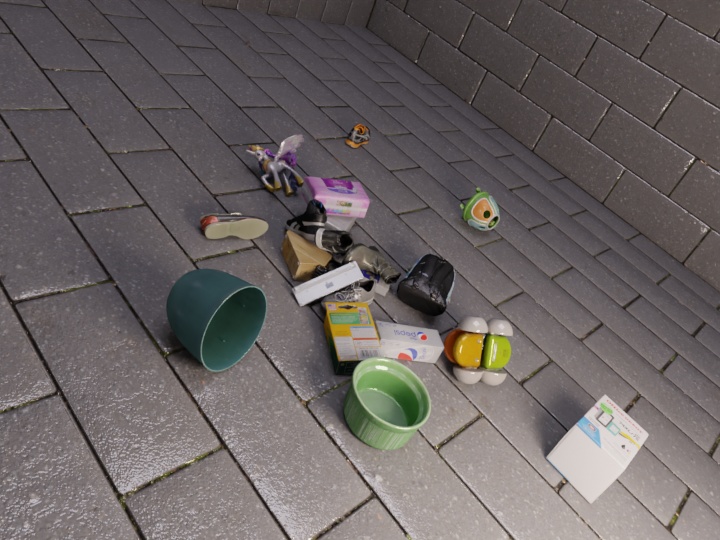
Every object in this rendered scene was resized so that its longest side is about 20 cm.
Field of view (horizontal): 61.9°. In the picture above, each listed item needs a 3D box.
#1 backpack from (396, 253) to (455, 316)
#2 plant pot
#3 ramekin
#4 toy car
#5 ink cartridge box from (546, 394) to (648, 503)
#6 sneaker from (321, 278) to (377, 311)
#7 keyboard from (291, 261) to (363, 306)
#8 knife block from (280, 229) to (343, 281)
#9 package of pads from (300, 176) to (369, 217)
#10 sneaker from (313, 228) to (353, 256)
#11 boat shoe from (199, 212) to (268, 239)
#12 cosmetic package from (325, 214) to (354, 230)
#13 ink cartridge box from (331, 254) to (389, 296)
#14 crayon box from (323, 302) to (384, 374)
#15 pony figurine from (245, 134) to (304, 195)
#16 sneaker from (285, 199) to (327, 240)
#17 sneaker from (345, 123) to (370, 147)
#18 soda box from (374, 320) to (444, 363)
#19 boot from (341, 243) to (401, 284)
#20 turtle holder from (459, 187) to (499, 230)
[{"bbox_3d":[0.209,0.038,1.819,0.160,0.155,0.202,24,54,7],"label":"backpack"},{"bbox_3d":[-0.328,0.091,1.319,0.158,0.206,0.199,27,31,25],"label":"plant pot"},{"bbox_3d":[0.055,0.307,1.372,0.195,0.099,0.202,19,34,-13],"label":"ramekin"},{"bbox_3d":[0.317,0.214,1.654,0.195,0.181,0.149,7,1,-26],"label":"toy car"},{"bbox_3d":[0.601,0.445,1.521,0.147,0.148,0.197,43,36,24],"label":"ink cartridge box"},{"bbox_3d":[-0.031,0.063,1.653,0.075,0.083,0.198,42,36,23],"label":"sneaker"},{"bbox_3d":[-0.088,0.034,1.632,0.196,0.011,0.057,-24,74,-16],"label":"keyboard"},{"bbox_3d":[-0.122,-0.024,1.725,0.171,0.065,0.202,4,40,-32],"label":"knife block"},{"bbox_3d":[-0.080,-0.229,1.872,0.194,0.077,0.122,2,39,-27],"label":"package of pads"},{"bbox_3d":[-0.051,-0.077,1.722,0.088,0.069,0.199,7,-4,25],"label":"sneaker"},{"bbox_3d":[-0.357,-0.132,1.705,0.195,0.073,0.063,-6,41,-34],"label":"boat shoe"},{"bbox_3d":[-0.081,-0.161,1.923,0.111,0.082,0.201,28,32,2],"label":"cosmetic package"},{"bbox_3d":[0.000,0.000,1.804,0.196,0.038,0.095,27,34,-4],"label":"ink cartridge box"},{"bbox_3d":[-0.021,0.169,1.531,0.122,0.053,0.203,2,41,-18],"label":"crayon box"},{"bbox_3d":[-0.269,-0.353,2.010,0.190,0.167,0.203,-19,69,-38],"label":"pony figurine"},{"bbox_3d":[-0.154,-0.158,1.777,0.071,0.115,0.198,9,9,-36],"label":"sneaker"},{"bbox_3d":[0.002,-0.585,2.551,0.077,0.079,0.201,27,32,4],"label":"sneaker"},{"bbox_3d":[0.121,0.192,1.603,0.195,0.064,0.069,10,37,-24],"label":"soda box"},{"bbox_3d":[0.040,-0.013,1.737,0.130,0.069,0.198,43,23,22],"label":"boot"},{"bbox_3d":[0.475,-0.216,2.353,0.139,0.188,0.132,-34,60,-18],"label":"turtle holder"}]
